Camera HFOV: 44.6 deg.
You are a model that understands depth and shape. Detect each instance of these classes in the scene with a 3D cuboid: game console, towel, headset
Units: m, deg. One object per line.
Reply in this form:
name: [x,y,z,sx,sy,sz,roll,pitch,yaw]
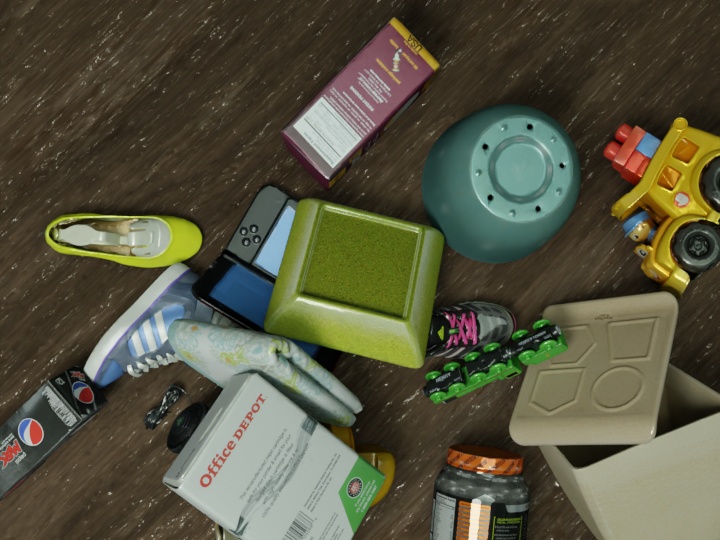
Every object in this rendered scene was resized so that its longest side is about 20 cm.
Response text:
game console: [-0.081,0.005,1.097,0.198,0.119,0.174,31,87,-2]
towel: [-0.109,0.119,1.032,0.169,0.200,0.049,3,62,36]
headset: [-0.193,0.215,1.066,0.094,0.124,0.200,-45,52,-1]

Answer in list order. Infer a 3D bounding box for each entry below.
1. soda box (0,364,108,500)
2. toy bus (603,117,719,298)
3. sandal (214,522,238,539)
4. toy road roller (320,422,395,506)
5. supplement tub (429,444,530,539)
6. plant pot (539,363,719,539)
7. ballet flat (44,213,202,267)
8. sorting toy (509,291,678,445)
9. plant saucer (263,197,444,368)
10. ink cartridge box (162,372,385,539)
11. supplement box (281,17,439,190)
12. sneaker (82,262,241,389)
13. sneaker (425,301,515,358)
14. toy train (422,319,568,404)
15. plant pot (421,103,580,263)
soda box: [-0.403,0.205,1.070,0.199,0.071,0.064,-41,90,17]
toy bus: [0.388,-0.092,1.124,0.190,0.136,0.202,31,89,12]
sandal: [-0.158,0.309,1.112,0.079,0.054,0.204,-5,82,-3]
toy road roller: [-0.034,0.284,1.091,0.143,0.123,0.204,1,87,-14]
supplement tub: [0.146,0.326,1.093,0.120,0.123,0.204,7,88,-2]
plant pot: [0.343,0.247,1.079,0.197,0.200,0.180,-21,102,-3]
ballet flat: [-0.303,-0.041,1.114,0.196,0.067,0.068,3,87,-3]
sorting toy: [0.284,0.122,1.061,0.037,0.183,0.202,48,49,-32]
plant saucer: [0.000,0.000,1.070,0.197,0.048,0.202,14,58,-1]
ink cartridge box: [-0.094,0.227,0.960,0.200,0.083,0.147,42,67,-16]
supplement box: [-0.002,-0.206,1.112,0.086,0.110,0.200,44,87,-1]
sneaker: [-0.236,0.105,1.104,0.146,0.081,0.201,40,81,3]
sneaker: [0.105,0.078,1.118,0.196,0.087,0.075,-2,88,-3]
toy train: [0.168,0.119,1.104,0.198,0.056,0.042,-29,54,25]
plant pot: [0.183,-0.114,1.092,0.197,0.161,0.204,0,88,-3]
